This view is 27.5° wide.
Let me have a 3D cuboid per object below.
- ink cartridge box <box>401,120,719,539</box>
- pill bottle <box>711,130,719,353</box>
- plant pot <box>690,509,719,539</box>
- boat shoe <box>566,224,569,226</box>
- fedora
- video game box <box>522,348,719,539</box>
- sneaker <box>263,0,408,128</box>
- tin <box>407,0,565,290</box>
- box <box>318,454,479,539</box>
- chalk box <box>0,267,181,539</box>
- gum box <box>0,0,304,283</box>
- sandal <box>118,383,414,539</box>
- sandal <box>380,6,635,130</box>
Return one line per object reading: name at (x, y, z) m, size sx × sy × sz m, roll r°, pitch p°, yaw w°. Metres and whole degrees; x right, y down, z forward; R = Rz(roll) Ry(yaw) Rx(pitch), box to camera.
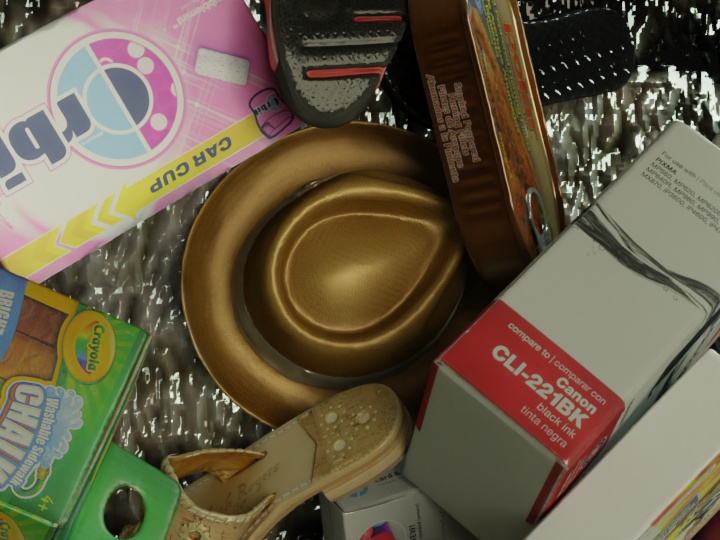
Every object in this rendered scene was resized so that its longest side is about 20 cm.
ink cartridge box at (0.122, 0.038, 0.769) m, size 0.084 × 0.144 × 0.200 m, roll 39°, pitch 64°, yaw 16°
pill bottle at (0.264, 0.002, 0.897) m, size 0.104 × 0.104 × 0.200 m, roll -35°, pitch 138°, yaw -18°
plant pot at (0.253, 0.220, 0.863) m, size 0.200 × 0.200 × 0.179 m, roll 22°, pitch 66°, yaw -19°
boat shoe at (0.139, 0.007, 0.903) m, size 0.073 × 0.074 × 0.200 m, roll 46°, pitch 73°, yaw -14°
fedora at (0.000, 0.000, 0.829) m, size 0.200 × 0.082 × 0.201 m, roll 2°, pitch 81°, yaw -12°
video game box at (0.130, 0.145, 0.775) m, size 0.200 × 0.182 × 0.047 m, roll -45°, pitch 71°, yaw -3°
sneaker at (-0.022, -0.160, 0.818) m, size 0.074 × 0.087 × 0.200 m, roll 1°, pitch 67°, yaw -14°
tin at (0.072, -0.087, 0.816) m, size 0.112 × 0.042 × 0.200 m, roll -27°, pitch 104°, yaw -63°
box at (0.080, 0.167, 0.864) m, size 0.200 × 0.041 × 0.156 m, roll -17°, pitch 118°, yaw -21°
chalk box at (-0.182, 0.084, 0.707) m, size 0.200 × 0.124 × 0.124 m, roll 23°, pitch 45°, yaw -6°
gum box at (-0.134, -0.085, 0.803) m, size 0.200 × 0.066 × 0.114 m, roll -33°, pitch 99°, yaw -19°
sandal at (-0.077, 0.114, 0.784) m, size 0.212 × 0.078 × 0.070 m, roll -33°, pitch 131°, yaw 4°
sandal at (0.086, -0.125, 0.908) m, size 0.200 × 0.045 × 0.075 m, roll -11°, pitch 98°, yaw -36°
